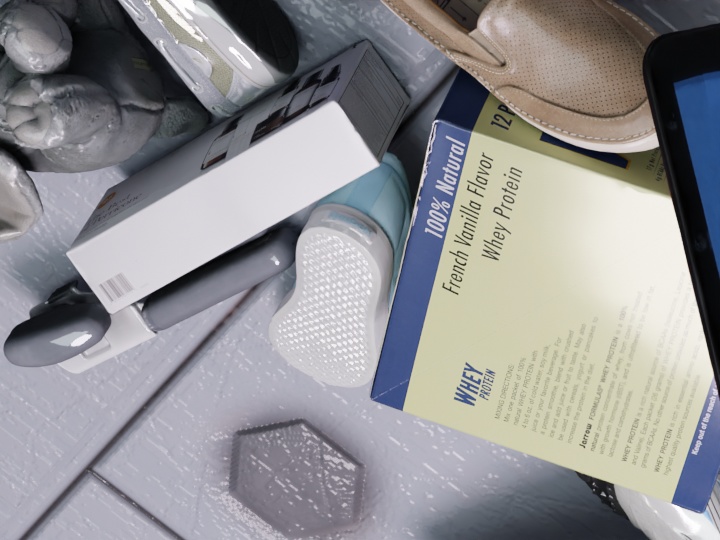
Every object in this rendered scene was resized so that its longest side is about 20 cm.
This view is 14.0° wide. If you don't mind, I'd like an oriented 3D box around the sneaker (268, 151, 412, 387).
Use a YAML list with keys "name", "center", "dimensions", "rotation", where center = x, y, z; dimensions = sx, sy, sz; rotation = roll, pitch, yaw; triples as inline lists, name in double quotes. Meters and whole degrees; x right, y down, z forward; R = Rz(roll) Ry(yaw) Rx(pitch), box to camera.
- name: "sneaker"
  center: [0.000, 0.000, 1.707]
  dimensions: [0.074, 0.082, 0.200]
  rotation: [30, 152, 4]

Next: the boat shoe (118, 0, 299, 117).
- name: "boat shoe"
  center: [-0.122, -0.168, 1.628]
  dimensions: [0.065, 0.075, 0.202]
  rotation: [-35, 114, 30]

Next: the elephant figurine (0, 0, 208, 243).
- name: "elephant figurine"
  center: [-0.224, -0.089, 1.685]
  dimensions: [0.199, 0.141, 0.156]
  rotation: [-28, 96, 26]

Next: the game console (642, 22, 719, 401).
- name: "game console"
  center: [0.250, -0.034, 1.388]
  dimensions: [0.171, 0.119, 0.201]
  rotation: [-13, 90, 27]

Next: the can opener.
- name: "can opener"
  center: [-0.125, 0.017, 1.767]
  dimensions: [0.199, 0.067, 0.053]
  rotation: [-26, 111, 27]

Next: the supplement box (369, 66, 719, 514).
- name: "supplement box"
  center: [0.131, -0.008, 1.607]
  dimensions: [0.199, 0.135, 0.201]
  rotation: [18, 127, 7]

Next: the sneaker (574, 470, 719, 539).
- name: "sneaker"
  center: [0.185, 0.124, 1.735]
  dimensions: [0.200, 0.072, 0.072]
  rotation: [52, 154, -5]

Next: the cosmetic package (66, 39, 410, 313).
- name: "cosmetic package"
  center: [-0.071, -0.054, 1.670]
  dimensions: [0.199, 0.083, 0.051]
  rotation: [-28, 107, 27]

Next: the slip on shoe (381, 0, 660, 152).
- name: "slip on shoe"
  center: [0.081, -0.129, 1.500]
  dimensions: [0.200, 0.061, 0.076]
  rotation: [38, 88, 22]
